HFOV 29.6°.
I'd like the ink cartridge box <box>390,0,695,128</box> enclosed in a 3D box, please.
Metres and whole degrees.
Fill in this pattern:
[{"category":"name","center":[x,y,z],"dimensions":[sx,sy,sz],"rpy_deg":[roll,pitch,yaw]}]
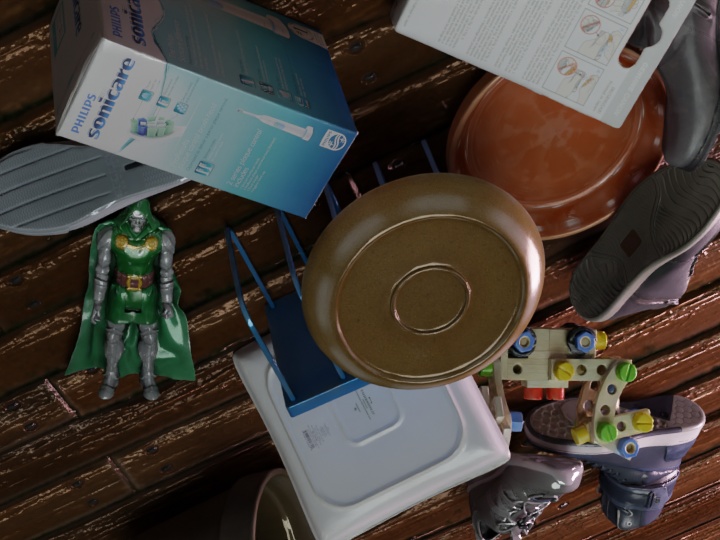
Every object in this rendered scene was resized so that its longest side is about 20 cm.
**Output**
[{"category":"ink cartridge box","center":[0.143,-0.218,1.026],"dimensions":[0.198,0.057,0.164],"rpy_deg":[19,122,-15]}]

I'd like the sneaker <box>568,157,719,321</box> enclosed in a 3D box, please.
[{"category":"sneaker","center":[0.280,-0.031,1.223],"dimensions":[0.105,0.075,0.200],"rpy_deg":[-4,148,-40]}]

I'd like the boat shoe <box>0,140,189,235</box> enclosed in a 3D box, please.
[{"category":"boat shoe","center":[-0.202,-0.071,1.071],"dimensions":[0.197,0.073,0.062],"rpy_deg":[-12,177,9]}]

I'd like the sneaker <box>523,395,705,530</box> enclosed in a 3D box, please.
[{"category":"sneaker","center":[0.251,0.206,1.425],"dimensions":[0.199,0.077,0.148],"rpy_deg":[1,126,-18]}]

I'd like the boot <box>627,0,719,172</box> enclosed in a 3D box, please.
[{"category":"boot","center":[0.227,-0.183,1.078],"dimensions":[0.130,0.070,0.203],"rpy_deg":[3,100,-16]}]

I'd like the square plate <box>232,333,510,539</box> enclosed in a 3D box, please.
[{"category":"square plate","center":[0.006,0.122,1.228],"dimensions":[0.196,0.202,0.028],"rpy_deg":[-27,174,8]}]

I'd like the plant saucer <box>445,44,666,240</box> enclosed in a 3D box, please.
[{"category":"plant saucer","center":[0.168,-0.114,1.162],"dimensions":[0.197,0.033,0.202],"rpy_deg":[-9,131,-10]}]

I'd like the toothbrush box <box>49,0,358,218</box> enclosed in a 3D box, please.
[{"category":"toothbrush box","center":[-0.117,-0.138,0.984],"dimensions":[0.198,0.147,0.086],"rpy_deg":[18,123,-29]}]

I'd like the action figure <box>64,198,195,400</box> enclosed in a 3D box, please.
[{"category":"action figure","center":[-0.194,0.022,1.162],"dimensions":[0.116,0.055,0.202],"rpy_deg":[0,125,-12]}]

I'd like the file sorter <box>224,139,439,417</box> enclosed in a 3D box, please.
[{"category":"file sorter","center":[0.000,0.000,1.141],"dimensions":[0.198,0.140,0.123],"rpy_deg":[-23,129,4]}]

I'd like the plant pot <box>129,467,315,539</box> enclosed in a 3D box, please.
[{"category":"plant pot","center":[-0.141,0.308,1.344],"dimensions":[0.171,0.202,0.201],"rpy_deg":[-11,134,16]}]

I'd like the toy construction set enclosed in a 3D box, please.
[{"category":"toy construction set","center":[0.182,0.118,1.293],"dimensions":[0.197,0.092,0.133],"rpy_deg":[0,93,-26]}]

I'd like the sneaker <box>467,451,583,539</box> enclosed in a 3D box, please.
[{"category":"sneaker","center":[0.165,0.229,1.356],"dimensions":[0.074,0.083,0.200],"rpy_deg":[7,162,-14]}]

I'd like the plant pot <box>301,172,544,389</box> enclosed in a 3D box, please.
[{"category":"plant pot","center":[0.053,0.018,1.067],"dimensions":[0.197,0.028,0.202],"rpy_deg":[-6,125,-8]}]
